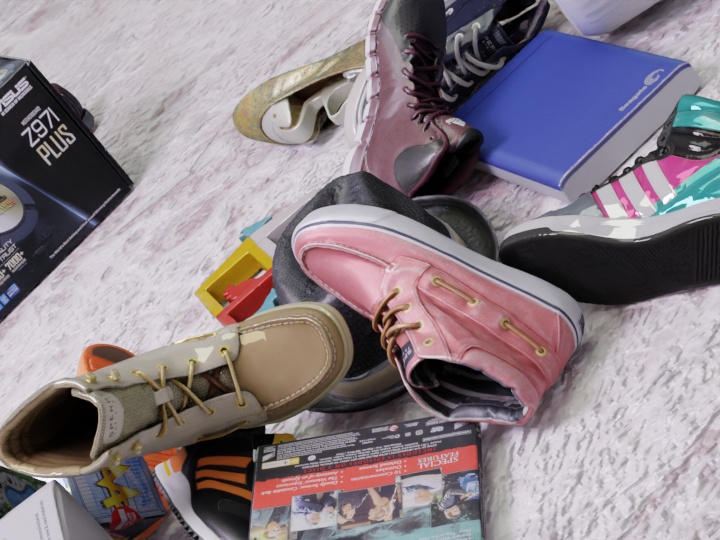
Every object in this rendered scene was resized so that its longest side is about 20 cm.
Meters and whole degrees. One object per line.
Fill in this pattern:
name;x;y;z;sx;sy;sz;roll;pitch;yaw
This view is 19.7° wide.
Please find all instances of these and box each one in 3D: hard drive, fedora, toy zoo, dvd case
hard drive;0.148;-0.118;1.540;0.132;0.025;0.200;-43;26;-10
fedora;0.000;0.000;1.440;0.201;0.092;0.201;-24;37;20
toy zoo;-0.056;0.002;1.614;0.131;0.020;0.200;-42;27;-6
dvd case;0.003;0.160;1.233;0.146;0.022;0.200;-11;31;7

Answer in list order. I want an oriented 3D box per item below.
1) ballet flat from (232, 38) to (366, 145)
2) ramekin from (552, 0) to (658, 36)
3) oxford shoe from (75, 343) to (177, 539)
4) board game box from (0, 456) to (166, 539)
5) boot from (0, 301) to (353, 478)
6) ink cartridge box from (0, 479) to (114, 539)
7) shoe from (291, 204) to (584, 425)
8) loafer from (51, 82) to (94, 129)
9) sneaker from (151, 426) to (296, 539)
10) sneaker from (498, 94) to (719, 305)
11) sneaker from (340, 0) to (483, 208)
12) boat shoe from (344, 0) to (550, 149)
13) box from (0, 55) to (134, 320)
ballet flat;-0.032;-0.144;1.772;0.200;0.071;0.071;-23;30;29
ramekin;0.160;-0.271;1.577;0.105;0.200;0.200;-39;26;9
oxford shoe;-0.181;0.141;1.526;0.200;0.071;0.073;-105;36;-54
board game box;-0.243;0.178;1.388;0.200;0.200;0.062;-32;65;10
boot;-0.116;0.078;1.307;0.200;0.072;0.155;-20;-5;27
ink cartridge box;-0.221;0.252;1.287;0.200;0.145;0.088;-36;28;4
shoe;0.035;0.028;1.305;0.200;0.071;0.091;21;46;14
loafer;-0.367;-0.112;2.141;0.200;0.063;0.072;-43;26;-9
sneaker;-0.072;0.144;1.353;0.090;0.070;0.200;-44;25;-4
sneaker;0.188;-0.052;1.315;0.200;0.084;0.121;-7;44;35
sneaker;0.057;-0.129;1.563;0.115;0.076;0.200;8;88;51
boat shoe;0.070;-0.167;1.659;0.093;0.075;0.200;-9;38;54
box;-0.342;-0.074;1.938;0.200;0.164;0.086;-46;27;-15
